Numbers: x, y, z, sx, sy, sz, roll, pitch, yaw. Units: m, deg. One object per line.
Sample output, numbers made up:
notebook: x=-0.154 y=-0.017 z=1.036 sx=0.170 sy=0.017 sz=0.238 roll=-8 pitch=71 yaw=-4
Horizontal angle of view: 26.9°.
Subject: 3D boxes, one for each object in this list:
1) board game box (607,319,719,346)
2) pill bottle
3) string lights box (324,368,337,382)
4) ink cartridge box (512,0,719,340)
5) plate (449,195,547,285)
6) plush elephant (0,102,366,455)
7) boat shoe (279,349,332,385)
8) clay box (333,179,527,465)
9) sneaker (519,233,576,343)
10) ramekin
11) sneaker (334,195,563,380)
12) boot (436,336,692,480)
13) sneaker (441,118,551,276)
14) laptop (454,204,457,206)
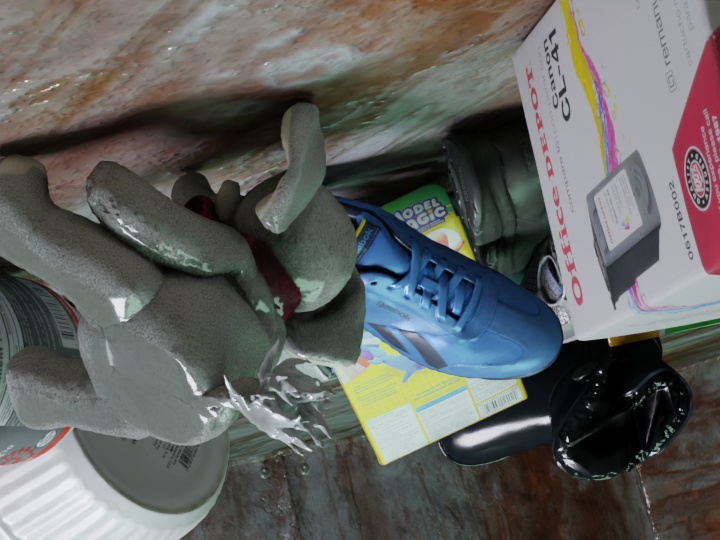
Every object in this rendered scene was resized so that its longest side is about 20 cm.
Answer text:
board game box: x=0.251 y=-0.010 z=1.136 sx=0.151 sy=0.041 sz=0.200 roll=-13 pitch=-164 yaw=8
pill bottle: x=-0.241 y=0.052 z=0.846 sx=0.114 sy=0.117 sz=0.200 roll=-15 pitch=170 yaw=13
string lights box: x=-0.044 y=0.074 z=1.411 sx=0.197 sy=0.060 sz=0.103 roll=-15 pitch=172 yaw=13
ink cartridge box: x=0.139 y=-0.062 z=0.613 sx=0.084 sy=0.150 sz=0.200 roll=-9 pitch=169 yaw=-14
plate: x=0.060 y=0.019 z=1.086 sx=0.197 sy=0.026 sz=0.201 roll=-8 pitch=142 yaw=-6
plush elephant: x=-0.070 y=0.000 z=0.744 sx=0.198 sy=0.166 sz=0.155 roll=17 pitch=-136 yaw=23
boat shoe: x=-0.066 y=0.045 z=1.110 sx=0.068 sy=0.072 sz=0.201 roll=-37 pitch=143 yaw=-7
clay box: x=0.028 y=0.028 z=0.986 sx=0.114 sy=0.048 sz=0.201 roll=-24 pitch=128 yaw=0
sneaker: x=0.148 y=-0.024 z=0.987 sx=0.081 sy=0.075 sz=0.201 roll=-9 pitch=145 yaw=-37
ramekin: x=-0.186 y=0.118 z=1.087 sx=0.104 sy=0.202 sz=0.199 roll=-30 pitch=163 yaw=32
sneaker: x=0.026 y=0.008 z=0.866 sx=0.198 sy=0.067 sz=0.078 roll=24 pitch=168 yaw=1
boot: x=0.141 y=0.106 z=1.103 sx=0.198 sy=0.077 sz=0.168 roll=-26 pitch=-170 yaw=10
sneaker: x=0.103 y=-0.044 z=0.908 sx=0.090 sy=0.077 sz=0.200 roll=-20 pitch=172 yaw=3
laptop: x=0.080 y=0.020 z=1.122 sx=0.185 sy=0.202 sz=0.116 roll=-13 pitch=-155 yaw=1
